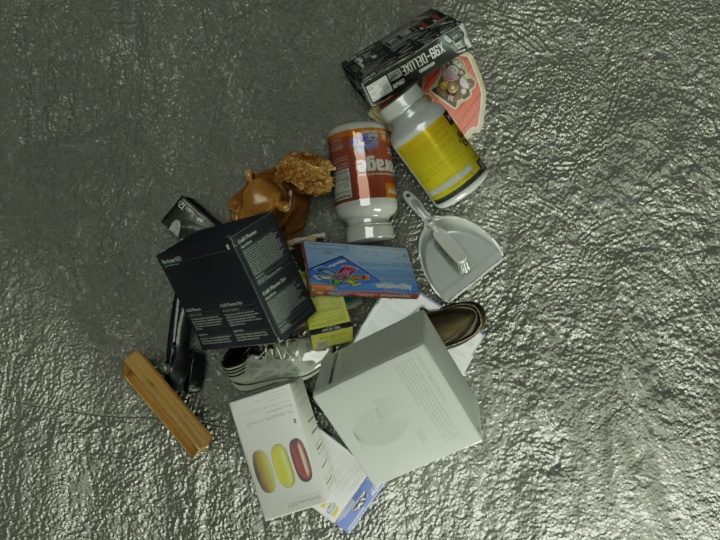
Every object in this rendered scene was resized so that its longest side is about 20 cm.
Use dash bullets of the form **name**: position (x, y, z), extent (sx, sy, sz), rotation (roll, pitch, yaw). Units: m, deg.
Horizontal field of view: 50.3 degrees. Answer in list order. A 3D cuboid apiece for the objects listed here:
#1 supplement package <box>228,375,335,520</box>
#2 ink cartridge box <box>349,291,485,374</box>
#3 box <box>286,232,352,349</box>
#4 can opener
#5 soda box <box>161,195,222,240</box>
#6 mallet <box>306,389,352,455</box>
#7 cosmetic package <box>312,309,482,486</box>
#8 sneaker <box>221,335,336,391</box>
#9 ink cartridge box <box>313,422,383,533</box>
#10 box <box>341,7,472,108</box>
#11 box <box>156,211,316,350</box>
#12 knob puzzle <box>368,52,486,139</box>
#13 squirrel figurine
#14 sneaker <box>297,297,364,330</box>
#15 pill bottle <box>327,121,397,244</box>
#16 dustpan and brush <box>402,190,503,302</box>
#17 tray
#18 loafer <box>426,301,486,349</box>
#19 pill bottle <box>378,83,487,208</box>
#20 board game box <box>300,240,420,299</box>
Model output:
- **supplement package**: position (-0.128, 0.293, 1.284), extent (0.113, 0.110, 0.201), rotation (-19, 87, 5)
- **ink cartridge box**: position (0.087, 0.144, 1.356), extent (0.199, 0.041, 0.201), rotation (33, 88, 4)
- **box**: position (-0.072, 0.032, 1.313), extent (0.075, 0.050, 0.201), rotation (-13, 58, -10)
- **can opener**: position (-0.325, 0.120, 1.382), extent (0.063, 0.078, 0.202), rotation (-7, 80, 42)
- **soda box**: position (-0.257, -0.045, 1.375), extent (0.200, 0.071, 0.063), rotation (41, 94, 5)
- **mallet**: position (-0.053, 0.256, 1.364), extent (0.200, 0.066, 0.041), rotation (40, 95, 20)
- **cosmetic package**: position (0.063, 0.206, 1.239), extent (0.199, 0.123, 0.200), rotation (-26, 109, 17)
- **sneaker**: position (-0.145, 0.148, 1.325), extent (0.199, 0.116, 0.076), rotation (-18, 61, 3)
- **ink cartridge box**: position (-0.065, 0.353, 1.351), extent (0.199, 0.042, 0.120), rotation (36, 90, 8)
- **box**: position (0.075, -0.375, 1.338), extent (0.199, 0.158, 0.050), rotation (-31, 121, 1)
- **box**: position (-0.202, 0.021, 1.244), extent (0.199, 0.104, 0.183), rotation (-9, 112, 40)
- **knob puzzle**: position (0.141, -0.316, 1.391), extent (0.218, 0.030, 0.222), rotation (0, 86, 4)
- **squirrel figurine**: position (-0.141, -0.138, 1.316), extent (0.200, 0.187, 0.142), rotation (-44, 84, 1)
- **sneaker**: position (-0.095, 0.058, 1.359), extent (0.198, 0.071, 0.081), rotation (-15, 82, -2)
- **pill bottle**: position (0.007, -0.151, 1.346), extent (0.111, 0.112, 0.202), rotation (-7, 86, 3)
- **dustpan and brush**: position (0.140, -0.062, 1.355), extent (0.139, 0.057, 0.200), rotation (-37, 65, -4)
- **tray**: position (-0.341, 0.236, 1.347), extent (0.037, 0.099, 0.200), rotation (-40, 84, -29)
- **loafer**: position (0.122, 0.109, 1.301), extent (0.199, 0.071, 0.073), rotation (-22, 85, 0)
- **pill bottle**: position (0.122, -0.216, 1.320), extent (0.112, 0.112, 0.200), rotation (-37, 101, 0)
- **board game box**: position (0.000, 0.000, 1.313), extent (0.198, 0.019, 0.104), rotation (4, 51, -23)
